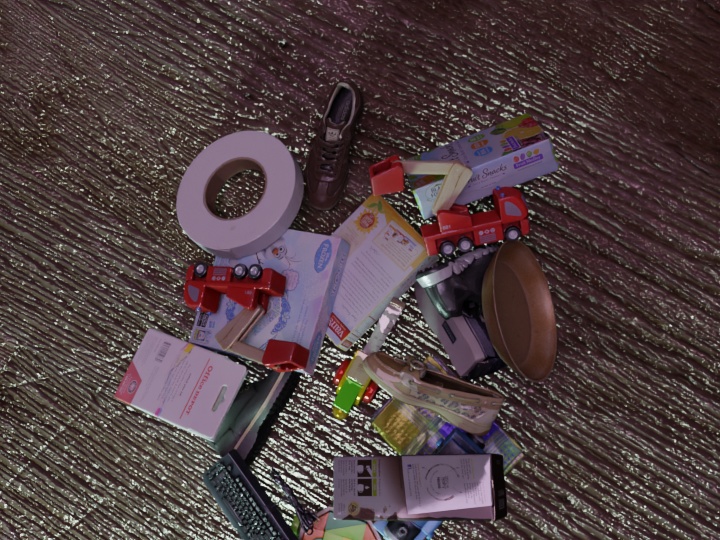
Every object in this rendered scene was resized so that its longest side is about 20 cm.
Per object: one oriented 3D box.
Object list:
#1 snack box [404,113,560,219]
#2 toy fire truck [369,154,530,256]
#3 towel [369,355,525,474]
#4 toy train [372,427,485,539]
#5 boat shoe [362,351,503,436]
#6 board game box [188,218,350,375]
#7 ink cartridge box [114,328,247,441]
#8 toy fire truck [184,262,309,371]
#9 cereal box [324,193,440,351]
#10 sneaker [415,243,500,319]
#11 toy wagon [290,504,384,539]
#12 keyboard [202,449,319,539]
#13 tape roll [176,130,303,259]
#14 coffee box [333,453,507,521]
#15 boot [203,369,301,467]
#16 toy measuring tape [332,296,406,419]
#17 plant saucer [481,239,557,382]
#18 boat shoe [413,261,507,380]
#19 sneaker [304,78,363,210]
[{"bbox_3d":[0.168,-0.152,1.241,0.199,0.142,0.053,-20,113,7],"label":"snack box"},{"bbox_3d":[0.121,-0.095,1.158,0.199,0.049,0.141,-13,114,2],"label":"toy fire truck"},{"bbox_3d":[0.123,0.241,1.268,0.144,0.023,0.200,-43,80,1],"label":"towel"},{"bbox_3d":[0.100,0.304,1.196,0.087,0.114,0.200,42,91,10],"label":"toy train"},{"bbox_3d":[0.099,0.156,1.199,0.200,0.073,0.063,26,109,-2],"label":"boat shoe"},{"bbox_3d":[-0.134,0.035,1.280,0.198,0.043,0.201,10,77,26],"label":"board game box"},{"bbox_3d":[-0.248,0.171,1.263,0.200,0.067,0.117,16,73,33],"label":"ink cartridge box"},{"bbox_3d":[-0.165,0.065,1.221,0.199,0.049,0.142,2,74,23],"label":"toy fire truck"},{"bbox_3d":[0.000,0.000,1.280,0.200,0.040,0.144,-45,60,5],"label":"cereal box"},{"bbox_3d":[0.150,0.020,1.209,0.066,0.200,0.091,-23,89,36],"label":"sneaker"},{"bbox_3d":[-0.030,0.404,1.265,0.155,0.040,0.201,14,87,9],"label":"toy wagon"},{"bbox_3d":[-0.136,0.347,1.245,0.127,0.021,0.200,-41,81,20],"label":"keyboard"},{"bbox_3d":[-0.183,-0.116,1.311,0.202,0.037,0.203,-8,66,17],"label":"tape roll"},{"bbox_3d":[0.077,0.272,1.089,0.199,0.113,0.080,-5,76,17],"label":"coffee box"},{"bbox_3d":[-0.183,0.180,1.297,0.138,0.077,0.200,31,88,15],"label":"boot"},{"bbox_3d":[0.014,0.129,1.267,0.073,0.074,0.200,29,96,10],"label":"toy measuring tape"},{"bbox_3d":[0.216,0.057,1.200,0.035,0.200,0.201,-13,81,33],"label":"plant saucer"},{"bbox_3d":[0.154,0.066,1.266,0.092,0.075,0.200,-6,58,-31],"label":"boat shoe"},{"bbox_3d":[-0.047,-0.193,1.311,0.070,0.076,0.201,11,85,9],"label":"sneaker"}]
